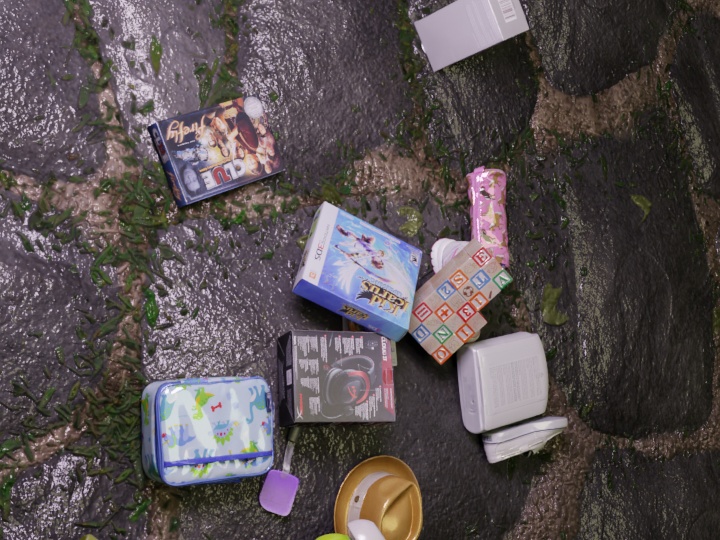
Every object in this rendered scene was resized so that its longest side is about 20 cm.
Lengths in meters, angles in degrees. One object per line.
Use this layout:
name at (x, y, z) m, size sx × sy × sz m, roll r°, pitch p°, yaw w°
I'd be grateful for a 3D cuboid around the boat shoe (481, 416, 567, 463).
boat shoe at (0.318, 0.323, 1.842) m, size 0.199 × 0.072 × 0.066 m, roll -7°, pitch 91°, yaw -36°

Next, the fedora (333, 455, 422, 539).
fedora at (0.049, 0.412, 1.618) m, size 0.199 × 0.082 × 0.203 m, roll 7°, pitch 78°, yaw -36°

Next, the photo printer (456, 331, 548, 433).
photo printer at (0.276, 0.206, 1.825) m, size 0.199 × 0.069 × 0.168 m, roll -9°, pitch 94°, yaw -37°

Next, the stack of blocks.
stack of blocks at (0.174, 0.055, 1.719) m, size 0.200 × 0.059 × 0.115 m, roll -43°, pitch 109°, yaw 6°

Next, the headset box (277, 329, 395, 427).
headset box at (-0.031, 0.179, 1.575) m, size 0.198 × 0.075 × 0.150 m, roll 3°, pitch 75°, yaw -24°

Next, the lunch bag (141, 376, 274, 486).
lunch bag at (-0.226, 0.242, 1.448) m, size 0.199 × 0.082 × 0.162 m, roll 3°, pitch 83°, yaw -35°

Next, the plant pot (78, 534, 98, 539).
plant pot at (-0.332, 0.460, 1.278) m, size 0.193 × 0.200 × 0.201 m, roll 43°, pitch 59°, yaw -9°

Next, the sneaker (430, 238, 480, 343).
sneaker at (0.191, 0.036, 1.784) m, size 0.081 × 0.088 × 0.202 m, roll -13°, pitch 91°, yaw -37°

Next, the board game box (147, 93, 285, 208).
board game box at (-0.227, -0.195, 1.548) m, size 0.199 × 0.034 × 0.136 m, roll -25°, pitch 97°, yaw -37°

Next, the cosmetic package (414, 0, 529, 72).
cosmetic package at (0.206, -0.459, 1.813) m, size 0.090 × 0.199 × 0.108 m, roll -29°, pitch 102°, yaw -34°

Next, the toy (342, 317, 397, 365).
toy at (0.023, 0.067, 1.681) m, size 0.114 × 0.047 × 0.202 m, roll 0°, pitch 82°, yaw -35°

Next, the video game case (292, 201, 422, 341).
video game case at (0.000, 0.000, 1.611) m, size 0.199 × 0.045 × 0.182 m, roll 26°, pitch 48°, yaw -13°

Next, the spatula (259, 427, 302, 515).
spatula at (-0.114, 0.290, 1.556) m, size 0.056 × 0.021 × 0.201 m, roll 21°, pitch 65°, yaw -15°

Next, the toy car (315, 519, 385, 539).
toy car at (-0.009, 0.505, 1.492) m, size 0.174 × 0.150 × 0.201 m, roll -34°, pitch 104°, yaw -5°

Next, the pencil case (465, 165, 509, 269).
pencil case at (0.243, -0.095, 1.852) m, size 0.082 × 0.087 × 0.202 m, roll 1°, pitch 80°, yaw -5°
